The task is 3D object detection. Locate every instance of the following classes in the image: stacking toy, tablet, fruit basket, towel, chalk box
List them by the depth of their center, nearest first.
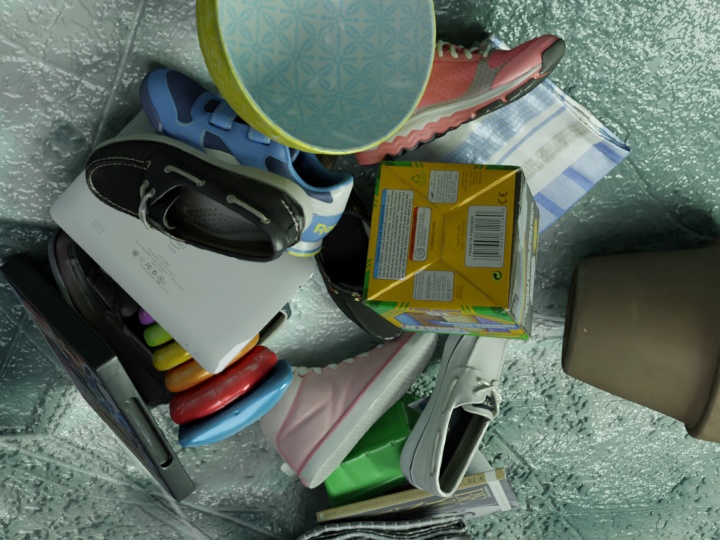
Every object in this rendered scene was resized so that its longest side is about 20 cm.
[{"bbox_3d":[-0.149,-0.026,1.039,0.200,0.014,0.130,44,90,1],"label":"tablet"},{"bbox_3d":[0.087,-0.010,1.082,0.123,0.125,0.200,3,169,14],"label":"chalk box"},{"bbox_3d":[-0.154,0.044,1.086,0.116,0.110,0.201,-32,98,-3],"label":"stacking toy"},{"bbox_3d":[0.132,-0.110,1.114,0.200,0.024,0.147,31,119,-31],"label":"towel"},{"bbox_3d":[0.026,0.312,1.312,0.199,0.086,0.166,-8,156,-4],"label":"towel"},{"bbox_3d":[0.033,0.209,1.339,0.184,0.094,0.200,-25,146,11],"label":"fruit basket"}]

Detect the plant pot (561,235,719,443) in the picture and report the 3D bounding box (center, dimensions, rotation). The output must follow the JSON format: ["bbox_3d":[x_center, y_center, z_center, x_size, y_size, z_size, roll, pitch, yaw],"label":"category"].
[{"bbox_3d":[0.288,0.057,1.198,0.173,0.201,0.201,8,130,6],"label":"plant pot"}]

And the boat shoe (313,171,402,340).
[{"bbox_3d":[-0.003,0.001,1.157,0.073,0.063,0.202,-21,132,4],"label":"boat shoe"}]

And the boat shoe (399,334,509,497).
[{"bbox_3d":[0.106,0.127,1.224,0.072,0.066,0.201,33,82,-35],"label":"boat shoe"}]

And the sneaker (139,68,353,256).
[{"bbox_3d":[-0.089,-0.103,1.011,0.200,0.074,0.082,40,122,-7],"label":"sneaker"}]

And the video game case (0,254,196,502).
[{"bbox_3d":[-0.236,0.096,1.109,0.025,0.200,0.181,-36,133,-18],"label":"video game case"}]

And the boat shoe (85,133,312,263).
[{"bbox_3d":[-0.138,-0.053,0.976,0.199,0.060,0.074,18,131,16],"label":"boat shoe"}]

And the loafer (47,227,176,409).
[{"bbox_3d":[-0.210,0.040,1.125,0.063,0.072,0.201,-12,121,20],"label":"loafer"}]

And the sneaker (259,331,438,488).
[{"bbox_3d":[-0.019,0.110,1.238,0.200,0.105,0.075,-47,160,-8],"label":"sneaker"}]

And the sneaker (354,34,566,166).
[{"bbox_3d":[0.068,-0.158,1.013,0.199,0.074,0.087,-24,94,22],"label":"sneaker"}]

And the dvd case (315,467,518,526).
[{"bbox_3d":[0.065,0.254,1.318,0.199,0.016,0.149,-15,156,6],"label":"dvd case"}]

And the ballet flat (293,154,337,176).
[{"bbox_3d":[-0.090,-0.045,1.093,0.067,0.046,0.200,44,115,10],"label":"ballet flat"}]

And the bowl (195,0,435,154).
[{"bbox_3d":[-0.051,-0.184,0.944,0.200,0.201,0.107,32,160,-32],"label":"bowl"}]

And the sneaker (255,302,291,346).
[{"bbox_3d":[-0.143,0.070,1.179,0.073,0.071,0.200,31,118,-31],"label":"sneaker"}]
